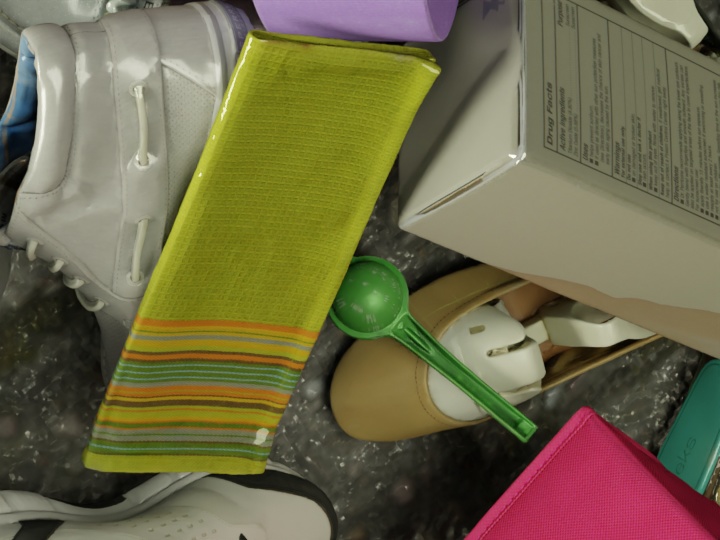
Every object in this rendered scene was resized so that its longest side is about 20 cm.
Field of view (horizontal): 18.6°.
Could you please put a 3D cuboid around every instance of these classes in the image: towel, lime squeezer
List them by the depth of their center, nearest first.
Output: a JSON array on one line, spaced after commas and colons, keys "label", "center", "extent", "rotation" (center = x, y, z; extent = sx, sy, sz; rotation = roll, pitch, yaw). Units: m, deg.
[{"label": "towel", "center": [-0.040, 0.000, 0.845], "extent": [0.086, 0.018, 0.201], "rotation": [1, 126, -37]}, {"label": "lime squeezer", "center": [0.000, 0.000, 0.929], "extent": [0.200, 0.070, 0.038], "rotation": [46, 63, -27]}]

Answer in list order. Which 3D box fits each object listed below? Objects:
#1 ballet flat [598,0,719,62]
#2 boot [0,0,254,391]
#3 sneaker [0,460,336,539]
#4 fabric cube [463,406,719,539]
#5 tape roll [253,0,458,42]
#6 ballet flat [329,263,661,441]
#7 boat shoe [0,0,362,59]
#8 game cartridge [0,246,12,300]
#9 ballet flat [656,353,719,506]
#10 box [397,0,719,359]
[{"label": "ballet flat", "center": [0.138, -0.091, 0.987], "extent": [0.068, 0.068, 0.200], "rotation": [-48, 117, -11]}, {"label": "boot", "center": [-0.104, -0.018, 0.855], "extent": [0.095, 0.074, 0.201], "rotation": [-5, 131, -24]}, {"label": "sneaker", "center": [-0.084, 0.127, 0.893], "extent": [0.199, 0.080, 0.074], "rotation": [-8, 117, -40]}, {"label": "fabric cube", "center": [0.135, 0.217, 0.929], "extent": [0.196, 0.199, 0.200], "rotation": [-50, 137, 6]}, {"label": "tape roll", "center": [0.001, -0.185, 0.811], "extent": [0.065, 0.200, 0.201], "rotation": [2, 102, 9]}, {"label": "ballet flat", "center": [0.081, 0.024, 0.986], "extent": [0.199, 0.063, 0.069], "rotation": [-26, 113, -19]}, {"label": "boat shoe", "center": [-0.066, -0.095, 0.889], "extent": [0.201, 0.065, 0.075], "rotation": [22, 91, -28]}, {"label": "game cartridge", "center": [-0.188, 0.057, 0.834], "extent": [0.038, 0.130, 0.201], "rotation": [18, 94, 9]}, {"label": "ballet flat", "center": [0.196, 0.043, 1.043], "extent": [0.070, 0.071, 0.201], "rotation": [16, 102, -28]}, {"label": "box", "center": [0.115, -0.038, 0.910], "extent": [0.199, 0.078, 0.095], "rotation": [22, 57, -31]}]
